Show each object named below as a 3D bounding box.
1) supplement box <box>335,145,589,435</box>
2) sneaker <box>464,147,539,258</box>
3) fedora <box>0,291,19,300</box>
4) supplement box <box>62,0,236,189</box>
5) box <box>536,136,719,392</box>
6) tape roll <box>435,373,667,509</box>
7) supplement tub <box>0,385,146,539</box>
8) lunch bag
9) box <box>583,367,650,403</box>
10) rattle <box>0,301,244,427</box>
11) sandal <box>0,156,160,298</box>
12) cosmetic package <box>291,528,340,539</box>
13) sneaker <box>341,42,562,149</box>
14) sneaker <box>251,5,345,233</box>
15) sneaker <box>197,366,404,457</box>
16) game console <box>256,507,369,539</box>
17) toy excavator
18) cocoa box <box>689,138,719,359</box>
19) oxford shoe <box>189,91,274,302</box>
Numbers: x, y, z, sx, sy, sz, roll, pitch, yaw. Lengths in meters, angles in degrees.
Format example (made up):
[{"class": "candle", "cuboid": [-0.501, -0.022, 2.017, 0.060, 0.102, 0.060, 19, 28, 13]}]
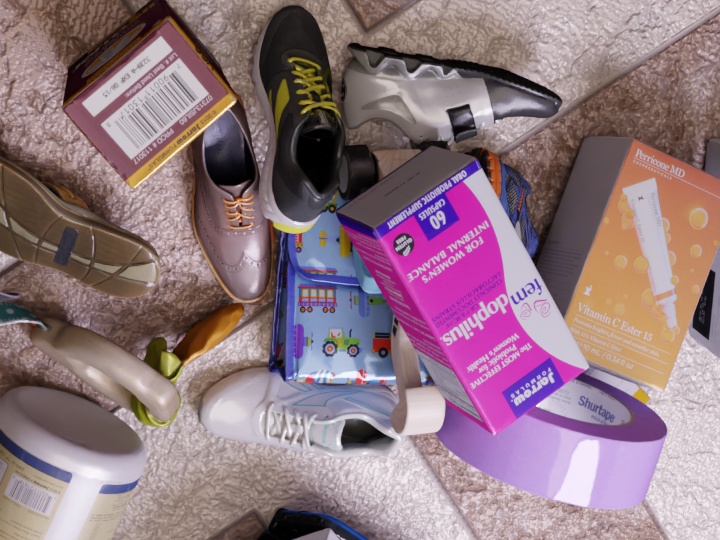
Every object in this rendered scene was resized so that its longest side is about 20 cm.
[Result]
[{"class": "supplement box", "cuboid": [0.081, 0.015, 1.191, 0.101, 0.103, 0.201, -35, 109, -10]}, {"class": "sneaker", "cuboid": [0.129, -0.011, 1.351, 0.078, 0.075, 0.202, 13, 72, -35]}, {"class": "fedora", "cuboid": [-0.372, -0.029, 1.239, 0.176, 0.199, 0.091, 13, 79, -37]}, {"class": "supplement box", "cuboid": [-0.175, -0.151, 1.218, 0.110, 0.200, 0.086, -39, 108, 2]}, {"class": "box", "cuboid": [0.243, -0.008, 1.371, 0.124, 0.097, 0.201, 21, 88, -19]}, {"class": "tape roll", "cuboid": [0.168, 0.139, 1.328, 0.199, 0.200, 0.066, 13, 104, -14]}, {"class": "supplement tub", "cuboid": [-0.292, 0.221, 1.334, 0.144, 0.144, 0.201, 24, 100, -16]}, {"class": "lunch bag", "cuboid": [0.000, 0.000, 1.367, 0.149, 0.094, 0.202, 2, 92, -13]}, {"class": "box", "cuboid": [0.173, 0.097, 1.443, 0.119, 0.041, 0.200, -45, 106, 4]}, {"class": "rattle", "cuboid": [-0.228, 0.040, 1.335, 0.199, 0.130, 0.143, 31, 88, 9]}, {"class": "sandal", "cuboid": [-0.265, -0.042, 1.308, 0.199, 0.054, 0.081, 27, 119, -9]}, {"class": "cosmetic package", "cuboid": [-0.062, 0.369, 1.384, 0.198, 0.123, 0.200, -23, 117, 30]}, {"class": "sneaker", "cuboid": [0.079, -0.145, 1.340, 0.198, 0.074, 0.089, 9, 104, -3]}, {"class": "sneaker", "cuboid": [-0.043, -0.136, 1.279, 0.074, 0.084, 0.202, 2, 78, -28]}, {"class": "sneaker", "cuboid": [-0.052, 0.136, 1.390, 0.199, 0.080, 0.071, 3, 107, -10]}, {"class": "game console", "cuboid": [-0.018, 0.329, 1.437, 0.200, 0.170, 0.119, 36, 70, -18]}, {"class": "toy excavator", "cuboid": [0.041, 0.013, 1.293, 0.099, 0.195, 0.201, -5, 129, -16]}, {"class": "cocoa box", "cuboid": [0.402, -0.014, 1.403, 0.130, 0.133, 0.202, -1, 107, -11]}, {"class": "oxford shoe", "cuboid": [-0.117, -0.060, 1.323, 0.071, 0.073, 0.201, -14, 108, -7]}]
